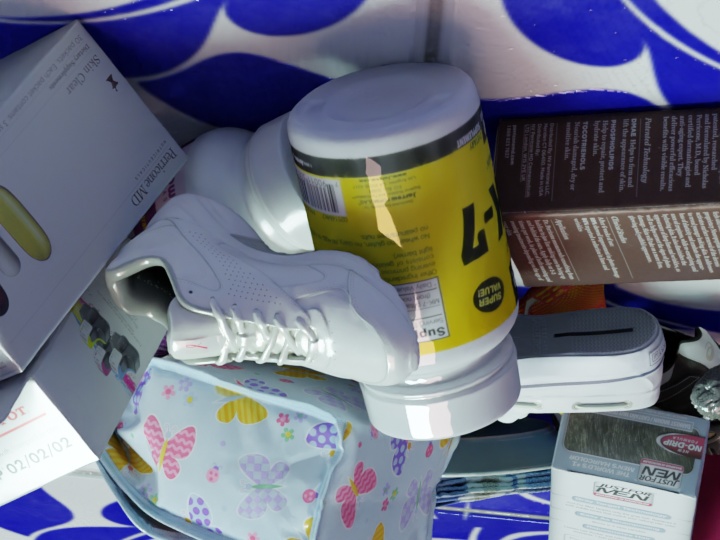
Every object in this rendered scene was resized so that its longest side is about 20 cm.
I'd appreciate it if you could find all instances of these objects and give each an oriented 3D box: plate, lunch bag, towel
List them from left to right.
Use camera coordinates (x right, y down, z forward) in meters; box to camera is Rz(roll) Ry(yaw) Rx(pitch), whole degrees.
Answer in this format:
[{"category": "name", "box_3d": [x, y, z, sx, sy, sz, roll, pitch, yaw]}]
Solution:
[{"category": "lunch bag", "box_3d": [-0.064, 0.118, 1.682, 0.199, 0.128, 0.169, 19, -174, 27]}, {"category": "towel", "box_3d": [0.065, 0.149, 1.974, 0.146, 0.024, 0.199, 3, -175, 43]}, {"category": "plate", "box_3d": [0.074, 0.127, 1.951, 0.199, 0.026, 0.200, -2, -176, 0]}]

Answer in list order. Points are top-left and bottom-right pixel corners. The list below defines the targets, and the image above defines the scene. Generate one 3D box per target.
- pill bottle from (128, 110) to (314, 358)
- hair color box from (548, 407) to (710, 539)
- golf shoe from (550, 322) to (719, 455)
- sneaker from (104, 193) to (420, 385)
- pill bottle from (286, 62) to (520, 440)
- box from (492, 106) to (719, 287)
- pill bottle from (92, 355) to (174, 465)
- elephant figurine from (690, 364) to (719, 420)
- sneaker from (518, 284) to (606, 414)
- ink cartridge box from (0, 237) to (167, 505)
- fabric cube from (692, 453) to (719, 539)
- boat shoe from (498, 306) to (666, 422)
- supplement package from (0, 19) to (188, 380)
[{"category": "pill bottle", "box_3d": [-0.098, -0.021, 1.650, 0.199, 0.113, 0.112, -28, 140, 30]}, {"category": "hair color box", "box_3d": [0.183, 0.159, 1.833, 0.098, 0.061, 0.200, 11, 155, 8]}, {"category": "golf shoe", "box_3d": [0.198, 0.073, 1.863, 0.200, 0.078, 0.095, -5, 121, 52]}, {"category": "sneaker", "box_3d": [-0.061, 0.030, 1.499, 0.199, 0.099, 0.078, 20, 129, 30]}, {"category": "pill bottle", "box_3d": [0.031, -0.010, 1.553, 0.114, 0.114, 0.201, -4, 116, 19]}, {"category": "box", "box_3d": [0.186, -0.045, 1.602, 0.199, 0.075, 0.100, -1, 153, 17]}, {"category": "pill bottle", "box_3d": [-0.145, 0.086, 1.845, 0.111, 0.112, 0.200, -8, 168, 27]}, {"category": "elephant figurine", "box_3d": [0.324, 0.025, 1.632, 0.199, 0.156, 0.141, 6, 178, -20]}, {"category": "sneaker", "box_3d": [0.145, 0.037, 1.758, 0.077, 0.073, 0.200, 40, 165, 15]}, {"category": "ink cartridge box", "box_3d": [-0.194, 0.072, 1.548, 0.115, 0.200, 0.068, -26, 112, 30]}, {"category": "fabric cube", "box_3d": [0.303, 0.225, 1.993, 0.196, 0.200, 0.200, 26, 148, -35]}, {"category": "boat shoe", "box_3d": [0.093, 0.067, 1.673, 0.199, 0.074, 0.067, 1, 127, 13]}, {"category": "supplement package", "box_3d": [-0.225, -0.026, 1.551, 0.155, 0.200, 0.111, -20, 117, 43]}]
